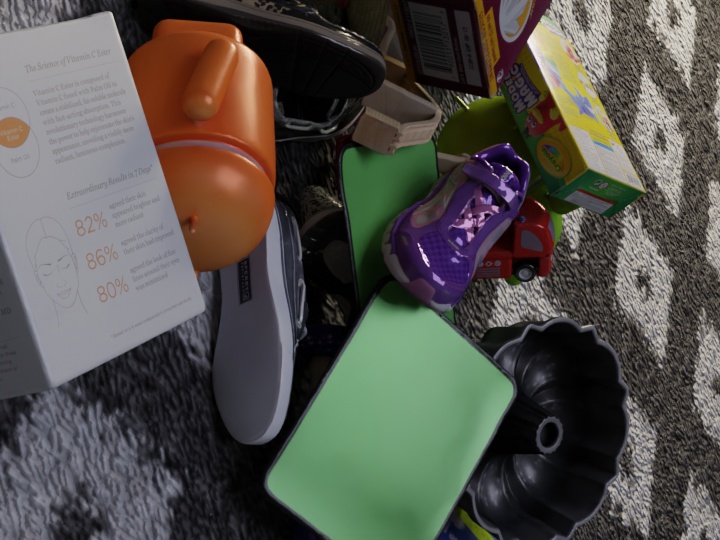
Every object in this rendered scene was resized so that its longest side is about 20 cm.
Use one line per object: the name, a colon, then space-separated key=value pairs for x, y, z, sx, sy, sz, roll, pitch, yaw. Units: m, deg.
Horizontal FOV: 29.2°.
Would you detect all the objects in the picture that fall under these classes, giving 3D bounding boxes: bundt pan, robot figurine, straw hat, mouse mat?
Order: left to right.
robot figurine: x=-0.116 y=-0.086 z=0.967 sx=0.116 sy=0.143 sz=0.202 roll=30 pitch=43 yaw=-40
straw hat: x=-0.026 y=-0.280 z=1.206 sx=0.084 sy=0.201 sz=0.204 roll=5 pitch=69 yaw=-11
mouse mat: x=0.027 y=0.126 z=1.067 sx=0.161 sy=0.007 sz=0.201 roll=41 pitch=68 yaw=-23
mouse mat: x=0.034 y=-0.008 z=1.131 sx=0.160 sy=0.007 sz=0.203 roll=-15 pitch=99 yaw=-58
robot figurine: x=0.134 y=-0.080 z=1.331 sx=0.116 sy=0.174 sz=0.201 roll=-50 pitch=145 yaw=-29
bundt pan: x=0.141 y=0.135 z=1.206 sx=0.200 sy=0.075 sz=0.205 roll=-7 pitch=101 yaw=-35

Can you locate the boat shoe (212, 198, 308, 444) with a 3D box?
boat shoe: x=-0.070 y=0.037 z=1.061 sx=0.067 sy=0.071 sz=0.203 roll=23 pitch=54 yaw=-49

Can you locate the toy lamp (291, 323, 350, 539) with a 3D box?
toy lamp: x=-0.030 y=0.147 z=1.095 sx=0.058 sy=0.058 sz=0.203 roll=21 pitch=59 yaw=-52

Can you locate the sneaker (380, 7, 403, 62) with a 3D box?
sneaker: x=0.063 y=-0.285 z=1.298 sx=0.077 sy=0.138 sz=0.203 roll=-7 pitch=85 yaw=-57

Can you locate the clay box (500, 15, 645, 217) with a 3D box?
clay box: x=0.176 y=-0.151 z=1.252 sx=0.114 sy=0.047 sz=0.202 roll=14 pitch=47 yaw=-51

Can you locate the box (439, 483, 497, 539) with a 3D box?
box: x=0.093 y=0.220 z=1.261 sx=0.122 sy=0.047 sz=0.202 roll=50 pitch=41 yaw=-35

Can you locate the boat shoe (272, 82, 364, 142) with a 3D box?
boat shoe: x=-0.036 y=-0.145 z=1.171 sx=0.199 sy=0.063 sz=0.072 roll=-30 pitch=104 yaw=-56

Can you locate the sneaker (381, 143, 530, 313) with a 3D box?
sneaker: x=0.085 y=-0.044 z=1.101 sx=0.081 sy=0.088 sz=0.200 roll=45 pitch=35 yaw=-6

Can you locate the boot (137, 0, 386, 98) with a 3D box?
boot: x=-0.068 y=-0.227 z=1.092 sx=0.197 sy=0.073 sz=0.152 roll=15 pitch=55 yaw=-12

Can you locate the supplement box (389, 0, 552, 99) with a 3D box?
supplement box: x=0.110 y=-0.259 z=1.179 sx=0.201 sy=0.085 sz=0.111 roll=-57 pitch=149 yaw=-30

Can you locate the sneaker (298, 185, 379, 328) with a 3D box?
sneaker: x=0.000 y=0.000 z=1.177 sx=0.089 sy=0.076 sz=0.201 roll=-111 pitch=175 yaw=-47

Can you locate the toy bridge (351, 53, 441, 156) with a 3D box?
toy bridge: x=0.034 y=-0.137 z=1.158 sx=0.067 sy=0.027 sz=0.200 roll=25 pitch=22 yaw=-5

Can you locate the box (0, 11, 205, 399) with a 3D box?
box: x=-0.204 y=-0.039 z=0.844 sx=0.152 sy=0.105 sz=0.203 roll=-27 pitch=103 yaw=-55

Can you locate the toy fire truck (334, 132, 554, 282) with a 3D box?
toy fire truck: x=0.077 y=-0.057 z=1.239 sx=0.049 sy=0.197 sz=0.142 roll=-90 pitch=178 yaw=-53
